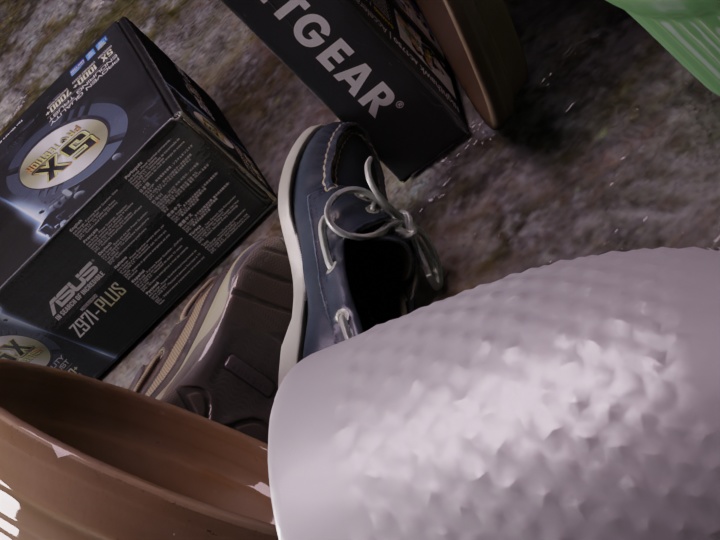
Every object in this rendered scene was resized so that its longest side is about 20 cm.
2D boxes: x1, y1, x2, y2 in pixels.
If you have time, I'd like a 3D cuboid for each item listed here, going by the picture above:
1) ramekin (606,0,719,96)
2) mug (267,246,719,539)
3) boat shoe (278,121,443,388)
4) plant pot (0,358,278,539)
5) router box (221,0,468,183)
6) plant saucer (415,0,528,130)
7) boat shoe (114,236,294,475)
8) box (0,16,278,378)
[{"bbox_3d":[0.195,-0.165,0.847,0.200,0.098,0.200,-32,34,25],"label":"ramekin"},{"bbox_3d":[0.085,0.093,0.673,0.175,0.148,0.201,-23,68,24],"label":"mug"},{"bbox_3d":[0.000,0.000,0.927,0.062,0.075,0.200,-30,36,30],"label":"boat shoe"},{"bbox_3d":[-0.087,0.114,0.807,0.201,0.200,0.093,26,95,58],"label":"plant pot"},{"bbox_3d":[-0.030,-0.159,1.020,0.051,0.200,0.149,-36,33,17],"label":"router box"},{"bbox_3d":[0.032,-0.163,0.961,0.029,0.200,0.200,-27,33,2],"label":"plant saucer"},{"bbox_3d":[-0.079,0.076,0.958,0.200,0.074,0.073,-57,18,-24],"label":"boat shoe"},{"bbox_3d":[-0.165,-0.029,1.153,0.200,0.086,0.164,-44,32,6],"label":"box"}]
